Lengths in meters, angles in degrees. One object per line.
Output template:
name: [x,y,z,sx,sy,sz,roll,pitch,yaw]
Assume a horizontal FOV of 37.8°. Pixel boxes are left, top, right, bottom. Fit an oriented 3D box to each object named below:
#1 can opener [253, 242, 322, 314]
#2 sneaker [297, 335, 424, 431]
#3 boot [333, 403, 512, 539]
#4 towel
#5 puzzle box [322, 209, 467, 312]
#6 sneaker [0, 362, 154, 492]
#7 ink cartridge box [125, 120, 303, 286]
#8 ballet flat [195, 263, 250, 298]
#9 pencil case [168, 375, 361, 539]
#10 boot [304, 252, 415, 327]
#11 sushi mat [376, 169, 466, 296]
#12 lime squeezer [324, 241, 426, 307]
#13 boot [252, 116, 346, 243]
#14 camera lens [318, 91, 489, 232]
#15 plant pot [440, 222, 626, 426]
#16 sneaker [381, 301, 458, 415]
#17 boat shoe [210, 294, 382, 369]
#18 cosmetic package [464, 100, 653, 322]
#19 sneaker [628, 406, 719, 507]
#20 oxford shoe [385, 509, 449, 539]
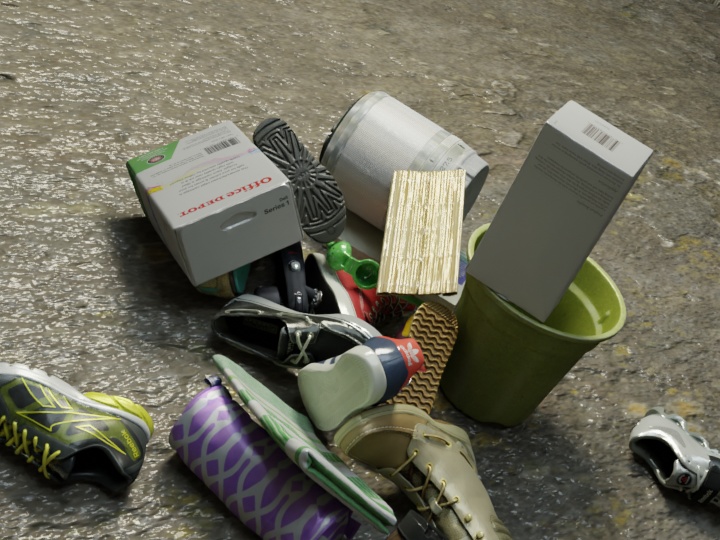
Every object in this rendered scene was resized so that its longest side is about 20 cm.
can opener: [-0.088,0.000,1.288,0.078,0.064,0.201,15,36,-14]
sneaker: [0.002,0.113,1.088,0.084,0.200,0.076,-20,86,-28]
boot: [0.069,0.222,1.054,0.199,0.073,0.156,26,32,-46]
towel: [-0.055,0.163,1.015,0.153,0.023,0.200,44,-3,-36]
puzzle box: [0.060,-0.023,1.446,0.199,0.026,0.133,30,34,7]
sneaker: [-0.286,0.145,0.959,0.198,0.075,0.085,14,36,-17]
ink cartridge box: [-0.174,-0.084,1.240,0.144,0.085,0.200,-24,36,-15]
ballet flat: [-0.156,-0.031,1.293,0.070,0.071,0.201,23,33,-3]
pencil case: [-0.097,0.197,1.013,0.200,0.084,0.085,42,14,20]
boot: [0.017,0.056,1.278,0.143,0.073,0.201,10,34,-24]
sushi mat: [0.075,-0.048,1.267,0.095,0.012,0.201,2,51,9]
lime squeezer: [0.000,0.000,1.274,0.199,0.038,0.071,34,-5,28]
boot: [-0.089,-0.102,1.350,0.072,0.200,0.183,-27,86,-16]
camera lens: [0.053,-0.133,1.422,0.199,0.161,0.160,33,35,11]
plant pot: [0.183,0.077,1.252,0.199,0.185,0.201,16,36,-12]
sneaker: [0.048,0.133,1.198,0.075,0.090,0.201,33,61,0]
boat shoe: [-0.069,0.080,1.161,0.198,0.071,0.064,12,17,16]
cosmetic package: [0.205,-0.060,1.105,0.107,0.201,0.085,35,37,11]
sneaker: [0.411,0.251,1.272,0.199,0.075,0.088,32,34,27]
oxford shoe: [0.092,0.320,0.983,0.200,0.085,0.073,43,-1,-3]
